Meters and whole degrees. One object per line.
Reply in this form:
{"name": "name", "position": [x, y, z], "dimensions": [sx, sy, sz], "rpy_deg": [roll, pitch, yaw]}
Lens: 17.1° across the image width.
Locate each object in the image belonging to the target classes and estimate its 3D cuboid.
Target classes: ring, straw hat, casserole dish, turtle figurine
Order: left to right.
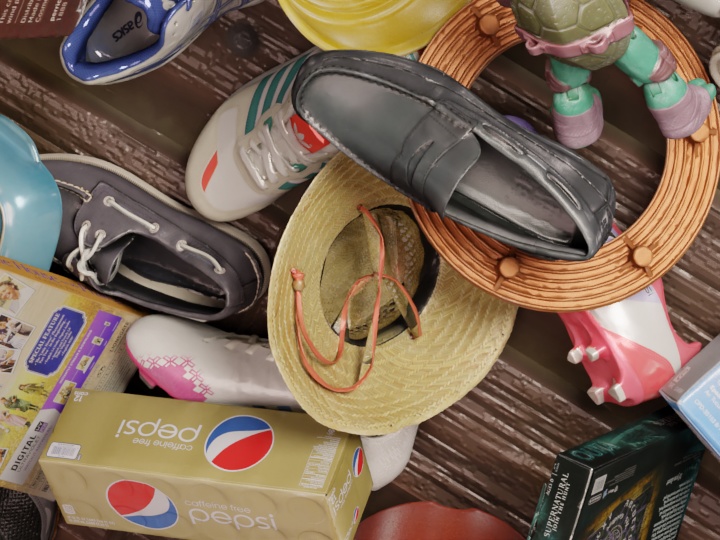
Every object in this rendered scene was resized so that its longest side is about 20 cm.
{"name": "casserole dish", "position": [-0.262, -0.010, 1.566], "dimensions": [0.121, 0.039, 0.201], "rpy_deg": [37, 123, 23]}
{"name": "straw hat", "position": [0.000, 0.000, 1.490], "dimensions": [0.085, 0.200, 0.202], "rpy_deg": [12, 119, 53]}
{"name": "ring", "position": [0.121, -0.076, 1.424], "dimensions": [0.199, 0.019, 0.202], "rpy_deg": [0, 89, -9]}
{"name": "turtle figurine", "position": [0.123, -0.154, 1.319], "dimensions": [0.149, 0.101, 0.200], "rpy_deg": [12, 144, 34]}

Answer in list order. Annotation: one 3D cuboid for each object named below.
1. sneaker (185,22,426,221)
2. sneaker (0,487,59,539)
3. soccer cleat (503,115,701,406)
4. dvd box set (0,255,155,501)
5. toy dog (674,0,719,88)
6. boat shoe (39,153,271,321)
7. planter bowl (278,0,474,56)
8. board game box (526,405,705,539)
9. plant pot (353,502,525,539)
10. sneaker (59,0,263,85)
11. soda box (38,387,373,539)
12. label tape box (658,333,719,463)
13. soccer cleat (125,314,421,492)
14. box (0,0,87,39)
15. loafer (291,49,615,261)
{"name": "sneaker", "position": [-0.040, -0.091, 1.475], "dimensions": [0.199, 0.093, 0.070], "rpy_deg": [-33, 98, 23]}
{"name": "sneaker", "position": [-0.280, 0.206, 1.656], "dimensions": [0.078, 0.077, 0.200], "rpy_deg": [43, 112, -1]}
{"name": "soccer cleat", "position": [0.139, -0.011, 1.477], "dimensions": [0.201, 0.076, 0.067], "rpy_deg": [62, 156, -6]}
{"name": "dvd box set", "position": [-0.239, 0.063, 1.531], "dimensions": [0.029, 0.200, 0.147], "rpy_deg": [42, 106, 44]}
{"name": "toy dog", "position": [0.212, -0.188, 1.376], "dimensions": [0.200, 0.132, 0.096], "rpy_deg": [40, 76, -7]}
{"name": "boat shoe", "position": [-0.158, -0.020, 1.548], "dimensions": [0.199, 0.063, 0.073], "rpy_deg": [20, 116, 8]}
{"name": "planter bowl", "position": [-0.005, -0.229, 1.397], "dimensions": [0.083, 0.200, 0.201], "rpy_deg": [25, 120, 44]}
{"name": "board game box", "position": [0.150, 0.159, 1.449], "dimensions": [0.028, 0.200, 0.136], "rpy_deg": [22, 105, 25]}
{"name": "plant pot", "position": [0.041, 0.261, 1.502], "dimensions": [0.200, 0.196, 0.202], "rpy_deg": [4, 125, 6]}
{"name": "sneaker", "position": [-0.101, -0.176, 1.464], "dimensions": [0.200, 0.088, 0.075], "rpy_deg": [-41, 94, 22]}
{"name": "soda box", "position": [-0.097, 0.129, 1.525], "dimensions": [0.199, 0.064, 0.068], "rpy_deg": [6, 138, 20]}
{"name": "label tape box", "position": [0.302, 0.063, 1.447], "dimensions": [0.200, 0.066, 0.143], "rpy_deg": [-42, 95, -2]}
{"name": "soccer cleat", "position": [-0.052, 0.068, 1.549], "dimensions": [0.199, 0.070, 0.086], "rpy_deg": [29, 123, -5]}
{"name": "box", "position": [-0.259, -0.251, 1.403], "dimensions": [0.200, 0.164, 0.166], "rpy_deg": [37, 117, 25]}
{"name": "loafer", "position": [0.052, -0.065, 1.360], "dimensions": [0.200, 0.070, 0.068], "rpy_deg": [26, 119, -2]}
